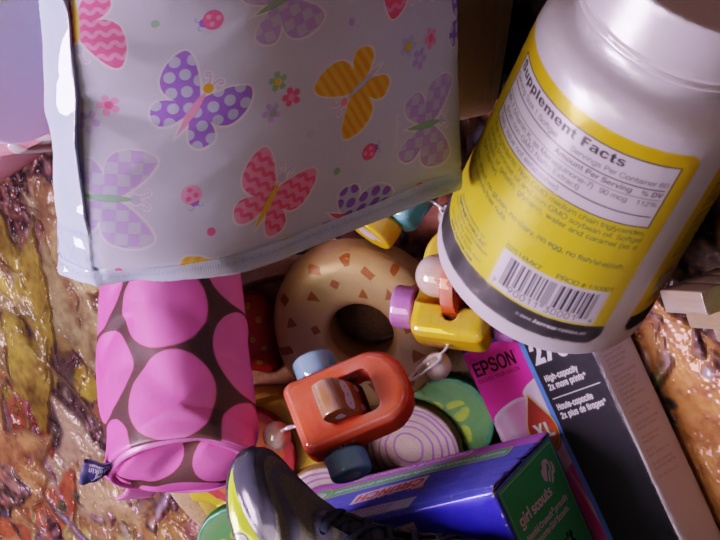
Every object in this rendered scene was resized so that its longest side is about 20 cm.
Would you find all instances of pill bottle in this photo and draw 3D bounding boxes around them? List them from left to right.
[{"bbox_3d":[-0.242,-0.134,1.250,0.200,0.111,0.112,24,125,47],"label":"pill bottle"},{"bbox_3d":[0.119,-0.066,1.025,0.114,0.114,0.200,46,136,22],"label":"pill bottle"}]

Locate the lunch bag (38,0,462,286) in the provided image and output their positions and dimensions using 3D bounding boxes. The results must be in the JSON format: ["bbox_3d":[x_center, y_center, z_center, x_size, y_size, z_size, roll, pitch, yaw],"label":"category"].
[{"bbox_3d":[-0.058,-0.100,0.980,0.127,0.200,0.170,21,124,42],"label":"lunch bag"}]

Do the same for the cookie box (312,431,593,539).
[{"bbox_3d":[0.054,0.204,1.176,0.171,0.075,0.201,-16,103,33],"label":"cookie box"}]

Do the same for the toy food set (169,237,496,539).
[{"bbox_3d":[-0.025,0.086,1.241,0.199,0.049,0.199,-18,107,12],"label":"toy food set"}]

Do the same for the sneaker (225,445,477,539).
[{"bbox_3d":[0.019,0.151,1.094,0.200,0.074,0.081,41,113,0],"label":"sneaker"}]

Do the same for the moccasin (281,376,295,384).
[{"bbox_3d":[-0.086,0.070,1.340,0.200,0.080,0.068,-19,105,49],"label":"moccasin"}]

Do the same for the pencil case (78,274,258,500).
[{"bbox_3d":[-0.109,0.020,1.187,0.094,0.090,0.201,137,134,-54],"label":"pencil case"}]

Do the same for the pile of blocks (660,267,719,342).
[{"bbox_3d":[0.223,0.022,0.979,0.200,0.082,0.062,-12,99,49],"label":"pile of blocks"}]

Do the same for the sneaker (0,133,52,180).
[{"bbox_3d":[-0.161,-0.101,1.317,0.105,0.075,0.200,49,114,13],"label":"sneaker"}]

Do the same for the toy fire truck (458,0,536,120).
[{"bbox_3d":[-0.006,-0.185,1.113,0.200,0.128,0.177,42,136,42],"label":"toy fire truck"}]

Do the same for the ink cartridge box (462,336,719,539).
[{"bbox_3d":[0.114,0.076,1.164,0.095,0.037,0.201,-25,87,50],"label":"ink cartridge box"}]

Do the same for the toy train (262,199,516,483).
[{"bbox_3d":[0.000,0.000,1.149,0.056,0.150,0.201,61,-168,-67],"label":"toy train"}]
